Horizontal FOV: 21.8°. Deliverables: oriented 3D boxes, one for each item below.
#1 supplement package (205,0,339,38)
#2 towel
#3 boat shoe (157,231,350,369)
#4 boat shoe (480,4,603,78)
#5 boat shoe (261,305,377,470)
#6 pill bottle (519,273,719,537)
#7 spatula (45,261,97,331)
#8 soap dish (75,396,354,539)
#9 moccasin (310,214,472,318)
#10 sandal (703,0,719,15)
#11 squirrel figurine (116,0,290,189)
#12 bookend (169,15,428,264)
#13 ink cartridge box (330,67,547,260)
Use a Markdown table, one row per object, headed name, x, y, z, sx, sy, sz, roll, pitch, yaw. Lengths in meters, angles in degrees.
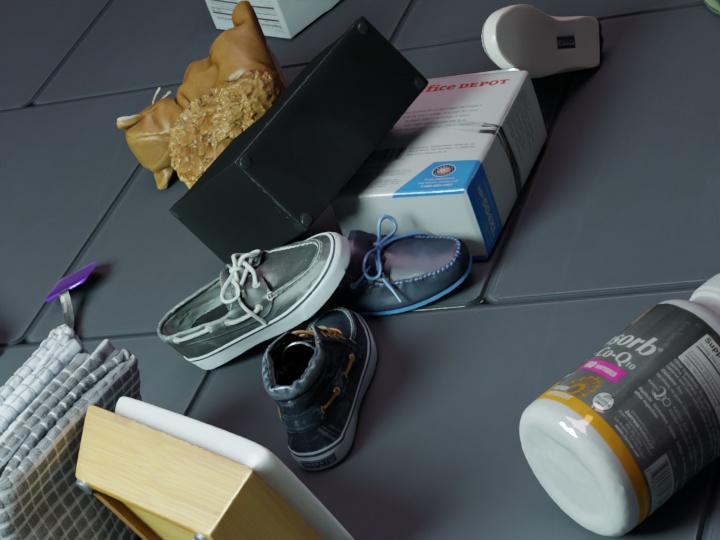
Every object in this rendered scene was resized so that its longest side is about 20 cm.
| name | x | y | z | sx | sy | sz | roll | pitch | yaw |
| --- | --- | --- | --- | --- | --- | --- | --- | --- | --- |
| supplement package | -0.116 | -0.412 | 2.273 | 0.150 | 0.201 | 0.152 | 14 | 46 | 45 |
| towel | -0.235 | 0.168 | 1.491 | 0.085 | 0.166 | 0.200 | 7 | 42 | 33 |
| boat shoe | -0.098 | 0.017 | 1.663 | 0.199 | 0.068 | 0.074 | -28 | 44 | 31 |
| boat shoe | 0.159 | -0.227 | 1.890 | 0.092 | 0.075 | 0.199 | -2 | 0 | 38 |
| boat shoe | -0.034 | 0.071 | 1.584 | 0.070 | 0.091 | 0.201 | -13 | 32 | 13 |
| pill bottle | 0.222 | 0.094 | 1.365 | 0.200 | 0.117 | 0.116 | -36 | 34 | -22 |
| spatula | -0.291 | 0.049 | 1.845 | 0.056 | 0.021 | 0.201 | -28 | 32 | 15 |
| soap dish | -0.113 | 0.181 | 1.415 | 0.199 | 0.158 | 0.081 | 15 | 63 | 45 |
| moccasin | 0.000 | 0.000 | 1.689 | 0.199 | 0.068 | 0.081 | -13 | 39 | 20 |
| sandal | 0.392 | -0.287 | 1.901 | 0.079 | 0.058 | 0.201 | -17 | 31 | 8 |
| squirrel figurine | -0.165 | -0.162 | 1.989 | 0.186 | 0.142 | 0.200 | -26 | 28 | 6 |
| bookend | -0.062 | -0.116 | 1.778 | 0.199 | 0.092 | 0.200 | -51 | 11 | -25 |
| ink cartridge box | 0.079 | -0.100 | 1.782 | 0.145 | 0.085 | 0.200 | -3 | 36 | 29 |
